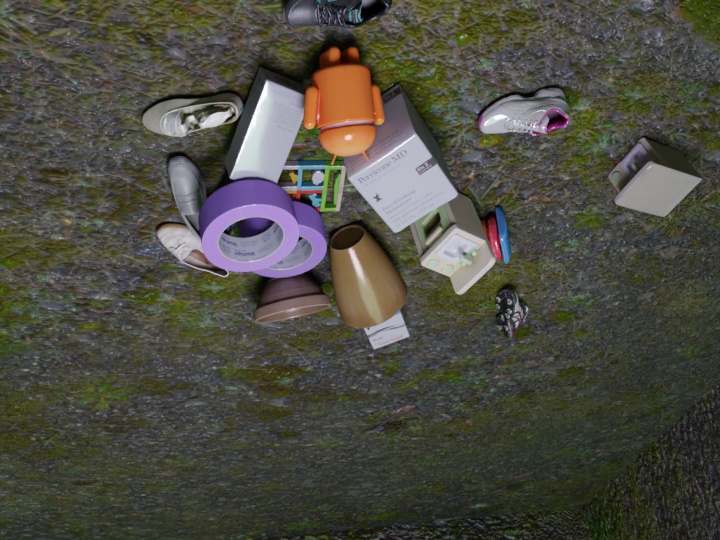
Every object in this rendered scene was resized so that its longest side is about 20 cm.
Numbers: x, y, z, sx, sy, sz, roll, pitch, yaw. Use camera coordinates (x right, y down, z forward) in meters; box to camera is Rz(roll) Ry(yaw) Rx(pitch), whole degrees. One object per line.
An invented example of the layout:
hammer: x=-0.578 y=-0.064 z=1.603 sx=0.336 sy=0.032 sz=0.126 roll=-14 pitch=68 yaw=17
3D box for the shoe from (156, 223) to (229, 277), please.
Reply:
shoe: x=-0.375 y=-0.044 z=1.494 sx=0.069 sy=0.054 sz=0.198 roll=-37 pitch=135 yaw=24

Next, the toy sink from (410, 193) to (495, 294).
toy sink: x=0.205 y=-0.071 z=1.517 sx=0.110 sy=0.204 sz=0.131 roll=18 pitch=131 yaw=-33

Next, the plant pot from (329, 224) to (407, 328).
plant pot: x=0.000 y=0.000 z=1.581 sx=0.181 sy=0.189 sz=0.203 roll=-20 pitch=127 yaw=6

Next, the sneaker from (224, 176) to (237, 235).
sneaker: x=-0.255 y=-0.149 z=1.359 sx=0.071 sy=0.114 sz=0.201 roll=24 pitch=128 yaw=-15

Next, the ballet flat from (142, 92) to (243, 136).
ballet flat: x=-0.316 y=-0.287 z=1.232 sx=0.194 sy=0.071 sz=0.070 roll=-14 pitch=140 yaw=-1

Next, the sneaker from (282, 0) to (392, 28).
sneaker: x=-0.038 y=-0.455 z=1.122 sx=0.194 sy=0.081 sz=0.076 roll=-14 pitch=140 yaw=1

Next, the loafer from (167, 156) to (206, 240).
loafer: x=-0.352 y=-0.148 z=1.372 sx=0.068 sy=0.071 sz=0.203 roll=-14 pitch=139 yaw=-1

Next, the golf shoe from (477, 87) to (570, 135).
golf shoe: x=0.347 y=-0.322 z=1.379 sx=0.194 sy=0.093 sz=0.076 roll=-16 pitch=142 yaw=3

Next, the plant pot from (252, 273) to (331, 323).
plant pot: x=-0.174 y=0.062 z=1.615 sx=0.194 sy=0.096 sz=0.201 roll=-12 pitch=172 yaw=-2

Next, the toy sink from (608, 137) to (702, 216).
toy sink: x=0.688 y=-0.227 z=1.573 sx=0.195 sy=0.114 sz=0.132 roll=6 pitch=136 yaw=-30

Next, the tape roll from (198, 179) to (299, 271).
tape roll: x=-0.222 y=-0.085 z=1.307 sx=0.194 sy=0.067 sz=0.203 roll=-13 pitch=145 yaw=-9

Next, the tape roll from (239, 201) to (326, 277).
tape roll: x=-0.176 y=-0.068 z=1.489 sx=0.193 sy=0.067 sz=0.202 roll=-9 pitch=147 yaw=-6

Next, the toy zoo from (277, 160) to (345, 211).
toy zoo: x=-0.134 y=-0.183 z=1.439 sx=0.193 sy=0.021 sz=0.133 roll=-3 pitch=138 yaw=-13

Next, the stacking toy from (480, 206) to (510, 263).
stacking toy: x=0.274 y=-0.069 z=1.643 sx=0.194 sy=0.119 sz=0.111 roll=-11 pitch=138 yaw=14

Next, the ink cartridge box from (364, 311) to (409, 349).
ink cartridge box: x=0.068 y=0.145 z=1.830 sx=0.113 sy=0.068 sz=0.202 roll=-20 pitch=139 yaw=4

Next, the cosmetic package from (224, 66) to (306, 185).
cosmetic package: x=-0.180 y=-0.266 z=1.254 sx=0.099 sy=0.075 sz=0.203 roll=14 pitch=117 yaw=-30

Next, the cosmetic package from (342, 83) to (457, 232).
cosmetic package: x=0.074 y=-0.225 z=1.343 sx=0.162 sy=0.168 sz=0.200 roll=-30 pitch=137 yaw=18

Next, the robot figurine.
robot figurine: x=-0.032 y=-0.302 z=1.210 sx=0.113 sy=0.207 sz=0.143 roll=-5 pitch=-174 yaw=26

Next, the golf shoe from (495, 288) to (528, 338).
golf shoe: x=0.444 y=0.109 z=1.918 sx=0.087 sy=0.078 sz=0.203 roll=-29 pitch=144 yaw=-14
